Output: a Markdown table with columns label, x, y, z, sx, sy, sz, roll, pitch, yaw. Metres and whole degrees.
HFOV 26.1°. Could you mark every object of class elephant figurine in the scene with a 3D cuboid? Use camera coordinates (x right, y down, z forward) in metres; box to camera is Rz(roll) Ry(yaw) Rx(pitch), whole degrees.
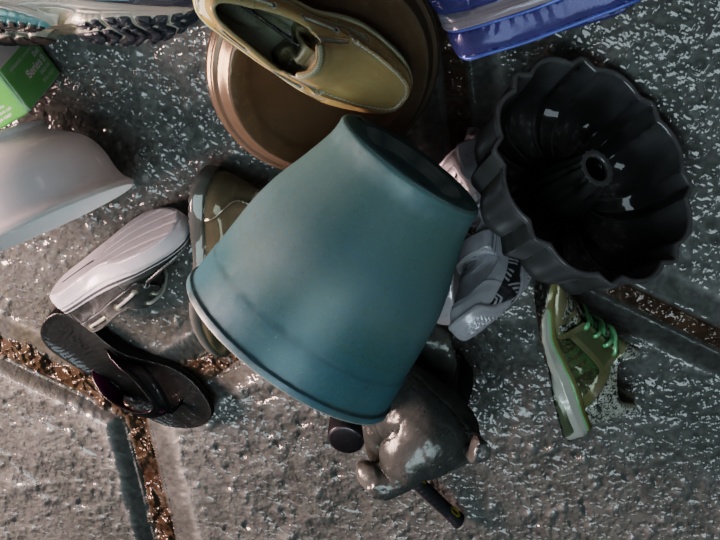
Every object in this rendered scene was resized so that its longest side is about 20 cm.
| label | x | y | z | sx | sy | sz | roll | pitch | yaw |
| --- | --- | --- | --- | --- | --- | --- | --- | --- | --- |
| elephant figurine | 0.021 | 0.102 | 1.452 | 0.154 | 0.141 | 0.202 | -25 | 89 | 11 |

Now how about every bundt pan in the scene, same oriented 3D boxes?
| label | x | y | z | sx | sy | sz | roll | pitch | yaw |
| --- | --- | --- | --- | --- | --- | --- | --- | --- | --- |
| bundt pan | 0.175 | -0.070 | 1.285 | 0.201 | 0.203 | 0.076 | 37 | 146 | -11 |

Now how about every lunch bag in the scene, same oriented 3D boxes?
| label | x | y | z | sx | sy | sz | roll | pitch | yaw |
| --- | --- | --- | --- | --- | --- | --- | --- | --- | --- |
| lunch bag | 0.147 | -0.251 | 1.196 | 0.198 | 0.136 | 0.133 | -16 | 118 | 23 |

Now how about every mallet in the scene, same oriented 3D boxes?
| label | x | y | z | sx | sy | sz | roll | pitch | yaw |
| --- | --- | --- | --- | --- | --- | --- | --- | --- | --- |
| mallet | 0.040 | 0.191 | 1.590 | 0.041 | 0.066 | 0.200 | -29 | 127 | 31 |

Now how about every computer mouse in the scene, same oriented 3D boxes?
| label | x | y | z | sx | sy | sz | roll | pitch | yaw |
| --- | --- | --- | --- | --- | --- | --- | --- | --- | --- |
| computer mouse | 0.076 | 0.072 | 1.496 | 0.058 | 0.034 | 0.202 | 4 | 123 | 14 |

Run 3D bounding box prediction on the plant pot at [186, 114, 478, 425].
| label | x | y | z | sx | sy | sz | roll | pitch | yaw |
| --- | --- | --- | --- | --- | --- | --- | --- | --- | --- |
| plant pot | -0.008 | -0.012 | 1.255 | 0.199 | 0.200 | 0.189 | 34 | 105 | -8 |

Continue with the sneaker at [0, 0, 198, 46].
| label | x | y | z | sx | sy | sz | roll | pitch | yaw |
| --- | --- | --- | --- | --- | --- | --- | --- | --- | --- |
| sneaker | -0.236 | -0.245 | 1.345 | 0.197 | 0.078 | 0.088 | 0 | 82 | -6 |

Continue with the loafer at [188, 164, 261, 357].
| label | x | y | z | sx | sy | sz | roll | pitch | yaw |
| --- | --- | --- | --- | --- | --- | --- | --- | --- | --- |
| loafer | -0.121 | -0.001 | 1.476 | 0.069 | 0.075 | 0.202 | 9 | 125 | 15 |

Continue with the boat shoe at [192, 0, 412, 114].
| label | x | y | z | sx | sy | sz | roll | pitch | yaw |
| --- | --- | --- | --- | --- | --- | --- | --- | --- | --- |
| boat shoe | -0.041 | -0.167 | 1.208 | 0.198 | 0.076 | 0.072 | 21 | 111 | -25 |

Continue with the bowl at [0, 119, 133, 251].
| label | x | y | z | sx | sy | sz | roll | pitch | yaw |
| --- | --- | --- | --- | --- | --- | --- | --- | --- | --- |
| bowl | -0.316 | -0.079 | 1.428 | 0.200 | 0.201 | 0.091 | -23 | 92 | 28 |

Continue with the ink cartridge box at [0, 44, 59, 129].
| label | x | y | z | sx | sy | sz | roll | pitch | yaw |
| --- | --- | --- | --- | --- | --- | --- | --- | --- | --- |
| ink cartridge box | -0.394 | -0.212 | 1.405 | 0.145 | 0.084 | 0.201 | -23 | 115 | 28 |

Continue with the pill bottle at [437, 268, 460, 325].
| label | x | y | z | sx | sy | sz | roll | pitch | yaw |
| --- | --- | --- | --- | --- | --- | --- | --- | --- | --- |
| pill bottle | 0.000 | 0.000 | 1.413 | 0.197 | 0.113 | 0.113 | 4 | 124 | 18 |

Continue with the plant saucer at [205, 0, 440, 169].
| label | x | y | z | sx | sy | sz | roll | pitch | yaw |
| --- | --- | --- | --- | --- | --- | --- | --- | --- | --- |
| plant saucer | -0.027 | -0.167 | 1.274 | 0.197 | 0.030 | 0.202 | -6 | 120 | -11 |

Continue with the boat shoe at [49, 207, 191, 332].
| label | x | y | z | sx | sy | sz | roll | pitch | yaw |
| --- | --- | --- | --- | --- | --- | --- | --- | --- | --- |
| boat shoe | -0.220 | 0.001 | 1.518 | 0.199 | 0.073 | 0.071 | -26 | 120 | 41 |

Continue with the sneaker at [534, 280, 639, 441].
| label | x | y | z | sx | sy | sz | roll | pitch | yaw |
| --- | --- | --- | --- | --- | --- | --- | --- | --- | --- |
| sneaker | 0.212 | 0.065 | 1.441 | 0.087 | 0.077 | 0.202 | -12 | 125 | 7 |

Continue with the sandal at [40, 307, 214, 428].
| label | x | y | z | sx | sy | sz | roll | pitch | yaw |
| --- | --- | --- | --- | --- | --- | --- | --- | --- | --- |
| sandal | -0.246 | 0.113 | 1.605 | 0.199 | 0.048 | 0.076 | 30 | 126 | -5 |

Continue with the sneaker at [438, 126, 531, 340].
| label | x | y | z | sx | sy | sz | roll | pitch | yaw |
| --- | --- | --- | --- | --- | --- | --- | --- | --- | --- |
| sneaker | 0.098 | -0.036 | 1.323 | 0.115 | 0.201 | 0.075 | 39 | 142 | -6 |
